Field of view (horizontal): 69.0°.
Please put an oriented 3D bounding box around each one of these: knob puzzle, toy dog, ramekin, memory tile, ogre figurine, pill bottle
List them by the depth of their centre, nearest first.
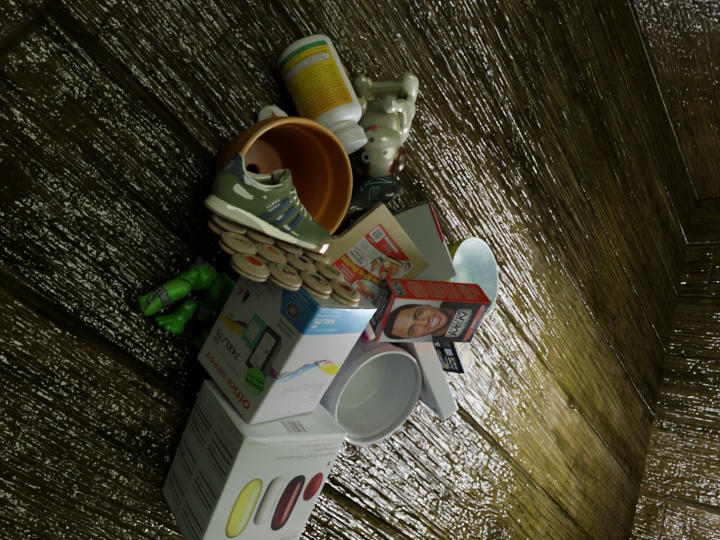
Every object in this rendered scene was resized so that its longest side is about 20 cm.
[{"bbox_3d":[-0.100,-0.015,0.708,0.199,0.153,0.017,18,111,-39],"label":"memory tile"},{"bbox_3d":[-0.239,0.061,0.830,0.200,0.098,0.120,38,81,-19],"label":"ogre figurine"},{"bbox_3d":[0.000,0.000,0.897,0.218,0.031,0.221,-14,128,-19],"label":"knob puzzle"},{"bbox_3d":[-0.065,-0.312,0.965,0.112,0.112,0.201,-26,92,-41],"label":"pill bottle"},{"bbox_3d":[0.010,0.222,1.013,0.199,0.105,0.202,-14,116,-30],"label":"ramekin"},{"bbox_3d":[0.037,-0.278,1.067,0.195,0.138,0.201,90,9,-51],"label":"toy dog"}]

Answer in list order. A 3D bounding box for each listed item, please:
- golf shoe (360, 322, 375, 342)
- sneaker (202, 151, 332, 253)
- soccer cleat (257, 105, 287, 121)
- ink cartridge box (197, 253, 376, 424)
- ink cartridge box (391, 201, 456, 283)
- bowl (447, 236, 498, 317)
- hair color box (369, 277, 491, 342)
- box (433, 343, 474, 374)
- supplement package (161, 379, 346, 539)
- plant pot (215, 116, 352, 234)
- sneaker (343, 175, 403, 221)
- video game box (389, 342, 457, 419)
[{"bbox_3d":[-0.059,0.088,0.958,0.198,0.075,0.093,2,74,-7],"label":"golf shoe"},{"bbox_3d":[-0.108,-0.094,0.725,0.199,0.067,0.090,20,99,-35],"label":"sneaker"},{"bbox_3d":[-0.115,-0.225,0.982,0.200,0.069,0.078,48,29,-24],"label":"soccer cleat"},{"bbox_3d":[-0.109,0.093,0.770,0.146,0.146,0.201,7,118,-56],"label":"ink cartridge box"},{"bbox_3d":[0.094,-0.047,1.042,0.200,0.143,0.147,-64,132,-80],"label":"ink cartridge box"},{"bbox_3d":[0.235,0.023,1.270,0.199,0.107,0.202,2,87,-44],"label":"bowl"},{"bbox_3d":[0.124,0.074,0.941,0.198,0.061,0.102,4,125,-23],"label":"hair color box"},{"bbox_3d":[0.144,0.127,1.144,0.049,0.159,0.201,-37,113,-37],"label":"box"},{"bbox_3d":[-0.163,0.294,0.804,0.190,0.147,0.202,14,104,-43],"label":"supplement package"},{"bbox_3d":[-0.143,-0.146,0.843,0.199,0.183,0.202,-12,113,-31],"label":"plant pot"},{"bbox_3d":[0.009,-0.163,1.099,0.200,0.075,0.080,-33,97,-46],"label":"sneaker"},{"bbox_3d":[0.110,0.187,1.094,0.047,0.182,0.201,-29,110,-18],"label":"video game box"}]
